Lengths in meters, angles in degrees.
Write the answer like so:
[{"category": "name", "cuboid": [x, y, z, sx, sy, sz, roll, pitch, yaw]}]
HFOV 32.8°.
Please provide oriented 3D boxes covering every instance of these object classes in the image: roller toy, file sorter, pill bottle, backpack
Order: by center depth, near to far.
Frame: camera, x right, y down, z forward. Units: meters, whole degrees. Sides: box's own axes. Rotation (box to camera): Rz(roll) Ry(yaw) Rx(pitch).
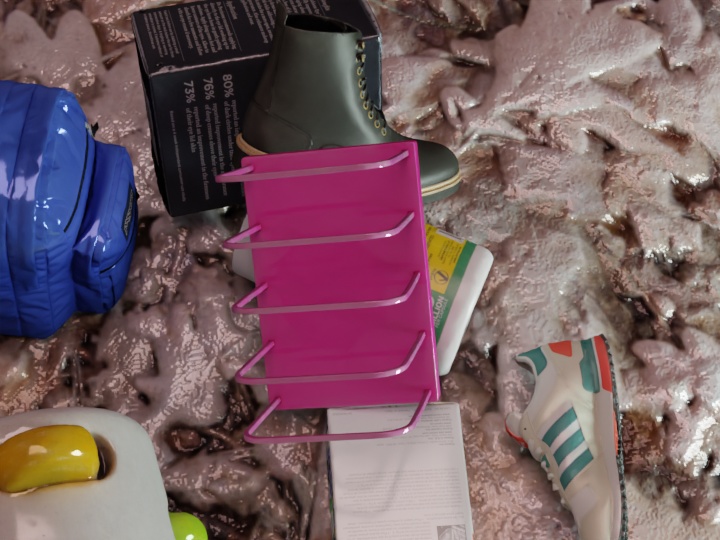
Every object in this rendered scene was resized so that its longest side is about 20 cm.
[{"category": "roller toy", "cuboid": [-0.226, 0.182, 0.860, 0.181, 0.200, 0.141, -26, 64, 13]}, {"category": "file sorter", "cuboid": [-0.025, 0.016, 0.899, 0.137, 0.125, 0.203, -4, 99, 12]}, {"category": "backpack", "cuboid": [-0.263, -0.058, 0.971, 0.165, 0.201, 0.164, 1, 62, -4]}, {"category": "pill bottle", "cuboid": [0.000, 0.000, 1.014, 0.198, 0.113, 0.114, 23, 63, 6]}]

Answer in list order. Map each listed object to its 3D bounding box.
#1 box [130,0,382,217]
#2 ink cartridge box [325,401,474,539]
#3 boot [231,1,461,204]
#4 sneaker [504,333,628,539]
[{"category": "box", "cuboid": [-0.085, -0.149, 1.050, 0.197, 0.149, 0.105, -11, 43, -12]}, {"category": "ink cartridge box", "cuboid": [0.032, 0.206, 0.948, 0.107, 0.051, 0.202, -2, 64, -6]}, {"category": "boot", "cuboid": [0.007, -0.132, 0.983, 0.198, 0.140, 0.078, 2, 31, -28]}, {"category": "sneaker", "cuboid": [0.165, 0.150, 0.988, 0.092, 0.070, 0.202, -5, 64, 12]}]
